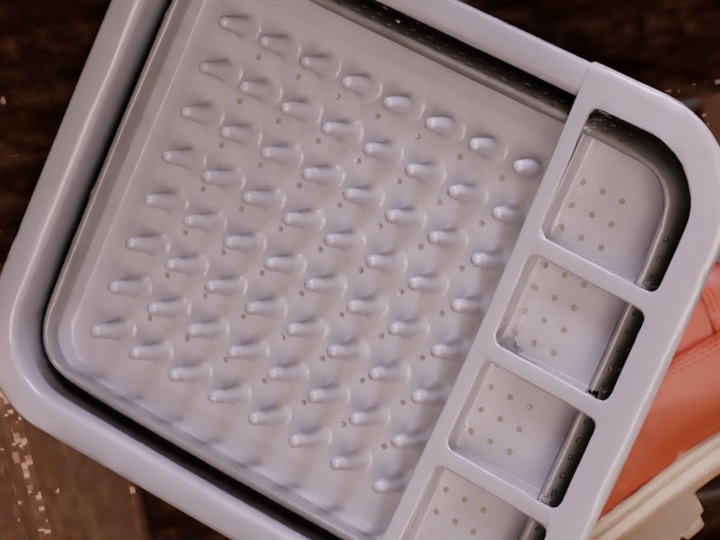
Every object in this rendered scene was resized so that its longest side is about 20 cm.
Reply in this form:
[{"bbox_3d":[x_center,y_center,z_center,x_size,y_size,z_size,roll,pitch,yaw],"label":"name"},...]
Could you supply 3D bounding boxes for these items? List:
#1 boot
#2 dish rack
[{"bbox_3d":[0.101,0.005,0.818,0.200,0.075,0.107,-40,98,7],"label":"boot"},{"bbox_3d":[0.000,0.000,0.789,0.200,0.044,0.172,27,102,20],"label":"dish rack"}]
